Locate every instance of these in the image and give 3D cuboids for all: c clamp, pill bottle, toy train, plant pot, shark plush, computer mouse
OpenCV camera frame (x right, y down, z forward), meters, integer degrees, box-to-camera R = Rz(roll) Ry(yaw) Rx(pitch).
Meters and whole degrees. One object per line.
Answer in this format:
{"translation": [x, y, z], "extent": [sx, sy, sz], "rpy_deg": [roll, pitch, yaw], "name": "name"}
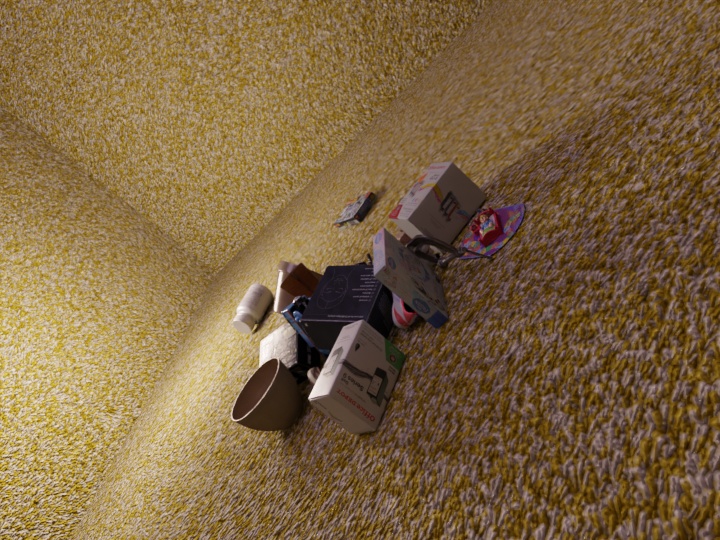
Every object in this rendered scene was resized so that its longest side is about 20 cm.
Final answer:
{"translation": [0.194, -0.038, 1.429], "extent": [0.200, 0.170, 0.027], "rpy_deg": [153, 138, -74], "name": "c clamp"}
{"translation": [-0.462, 0.165, 2.562], "extent": [0.114, 0.114, 0.201], "rpy_deg": [-29, 28, 47], "name": "pill bottle"}
{"translation": [-0.130, 0.158, 1.683], "extent": [0.087, 0.200, 0.114], "rpy_deg": [-42, 9, -28], "name": "toy train"}
{"translation": [-0.217, 0.081, 2.088], "extent": [0.200, 0.199, 0.175], "rpy_deg": [1, 70, 67], "name": "plant pot"}
{"translation": [-0.237, 0.359, 1.639], "extent": [0.200, 0.134, 0.201], "rpy_deg": [-42, 20, 20], "name": "plant pot"}
{"translation": [0.127, -0.017, 1.601], "extent": [0.200, 0.083, 0.091], "rpy_deg": [-24, 32, 53], "name": "shark plush"}
{"translation": [0.000, 0.000, 1.821], "extent": [0.200, 0.046, 0.141], "rpy_deg": [-93, 14, -66], "name": "computer mouse"}

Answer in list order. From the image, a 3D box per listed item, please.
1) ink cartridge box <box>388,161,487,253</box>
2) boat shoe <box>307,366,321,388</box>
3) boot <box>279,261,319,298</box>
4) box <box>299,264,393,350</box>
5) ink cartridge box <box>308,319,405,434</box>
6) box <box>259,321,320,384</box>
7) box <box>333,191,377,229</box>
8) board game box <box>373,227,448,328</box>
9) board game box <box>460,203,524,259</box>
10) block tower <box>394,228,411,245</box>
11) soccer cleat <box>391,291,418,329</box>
{"translation": [0.208, -0.173, 1.622], "extent": [0.200, 0.145, 0.145], "rpy_deg": [-51, 18, -5], "name": "ink cartridge box"}
{"translation": [-0.078, 0.293, 1.520], "extent": [0.075, 0.075, 0.202], "rpy_deg": [-36, 24, -3], "name": "boat shoe"}
{"translation": [-0.167, 0.104, 1.862], "extent": [0.189, 0.200, 0.068], "rpy_deg": [-55, 20, -16], "name": "boot"}
{"translation": [-0.019, 0.095, 1.551], "extent": [0.199, 0.124, 0.197], "rpy_deg": [-1, 44, 30], "name": "box"}
{"translation": [-0.004, 0.236, 1.322], "extent": [0.084, 0.146, 0.201], "rpy_deg": [-25, 31, 48], "name": "ink cartridge box"}
{"translation": [-0.212, 0.253, 1.785], "extent": [0.200, 0.086, 0.165], "rpy_deg": [-37, 43, 36], "name": "box"}
{"translation": [-0.023, -0.242, 2.452], "extent": [0.137, 0.040, 0.200], "rpy_deg": [-56, 19, -20], "name": "box"}
{"translation": [0.113, 0.013, 1.396], "extent": [0.043, 0.199, 0.200], "rpy_deg": [-42, 19, 20], "name": "board game box"}
{"translation": [0.299, -0.104, 1.439], "extent": [0.158, 0.039, 0.200], "rpy_deg": [-56, 19, -17], "name": "board game box"}
{"translation": [0.107, -0.051, 1.761], "extent": [0.201, 0.058, 0.054], "rpy_deg": [-58, 19, -19], "name": "block tower"}
{"translation": [0.104, 0.040, 1.465], "extent": [0.073, 0.068, 0.201], "rpy_deg": [-47, 44, 52], "name": "soccer cleat"}
